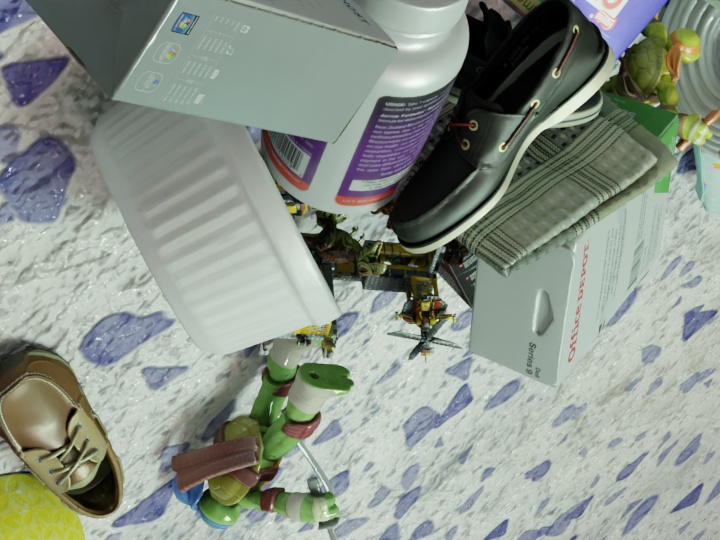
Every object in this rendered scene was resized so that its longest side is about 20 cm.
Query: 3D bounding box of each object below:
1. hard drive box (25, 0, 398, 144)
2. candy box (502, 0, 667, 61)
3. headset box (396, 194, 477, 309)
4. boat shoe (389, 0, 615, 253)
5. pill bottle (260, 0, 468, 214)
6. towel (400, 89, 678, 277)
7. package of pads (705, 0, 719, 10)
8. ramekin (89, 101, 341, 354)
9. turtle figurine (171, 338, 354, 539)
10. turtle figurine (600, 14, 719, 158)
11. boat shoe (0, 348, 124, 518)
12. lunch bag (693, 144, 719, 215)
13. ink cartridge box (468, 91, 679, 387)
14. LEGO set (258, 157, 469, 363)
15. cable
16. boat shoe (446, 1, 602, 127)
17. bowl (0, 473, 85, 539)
[{"bbox_3d":[-0.097,-0.160,1.004,0.199,0.156,0.077,6,126,-53],"label":"hard drive box"},{"bbox_3d":[0.166,-0.265,1.219,0.169,0.077,0.200,35,102,-34],"label":"candy box"},{"bbox_3d":[0.106,-0.076,1.453,0.148,0.075,0.200,-42,151,-4],"label":"headset box"},{"bbox_3d":[0.086,-0.100,1.195,0.202,0.074,0.063,-47,129,2],"label":"boat shoe"},{"bbox_3d":[0.007,-0.137,1.148,0.111,0.112,0.201,-24,157,-31],"label":"pill bottle"},{"bbox_3d":[0.109,-0.099,1.293,0.199,0.192,0.035,-31,149,-32],"label":"towel"},{"bbox_3d":[0.307,-0.288,1.348,0.068,0.154,0.201,-37,154,-27],"label":"package of pads"},{"bbox_3d":[-0.098,-0.039,1.132,0.094,0.203,0.203,-27,150,-1],"label":"ramekin"},{"bbox_3d":[-0.047,0.150,1.495,0.144,0.198,0.195,-62,177,-62],"label":"turtle figurine"},{"bbox_3d":[0.238,-0.149,1.457,0.064,0.202,0.161,6,147,-29],"label":"turtle figurine"},{"bbox_3d":[-0.221,0.127,1.308,0.075,0.074,0.200,-39,151,-8],"label":"boat shoe"},{"bbox_3d":[0.415,-0.145,1.712,0.199,0.122,0.171,-33,153,-2],"label":"lunch bag"},{"bbox_3d":[0.169,-0.028,1.375,0.200,0.083,0.147,-45,147,-44],"label":"ink cartridge box"},{"bbox_3d":[0.000,0.000,1.309,0.198,0.117,0.154,9,138,-18],"label":"LEGO set"},{"bbox_3d":[0.343,-0.183,1.488,0.069,0.202,0.200,-2,155,-43],"label":"cable"},{"bbox_3d":[0.090,-0.155,1.259,0.198,0.075,0.063,17,121,-15],"label":"boat shoe"},{"bbox_3d":[-0.289,0.270,1.377,0.199,0.108,0.201,-31,150,-21],"label":"bowl"}]
